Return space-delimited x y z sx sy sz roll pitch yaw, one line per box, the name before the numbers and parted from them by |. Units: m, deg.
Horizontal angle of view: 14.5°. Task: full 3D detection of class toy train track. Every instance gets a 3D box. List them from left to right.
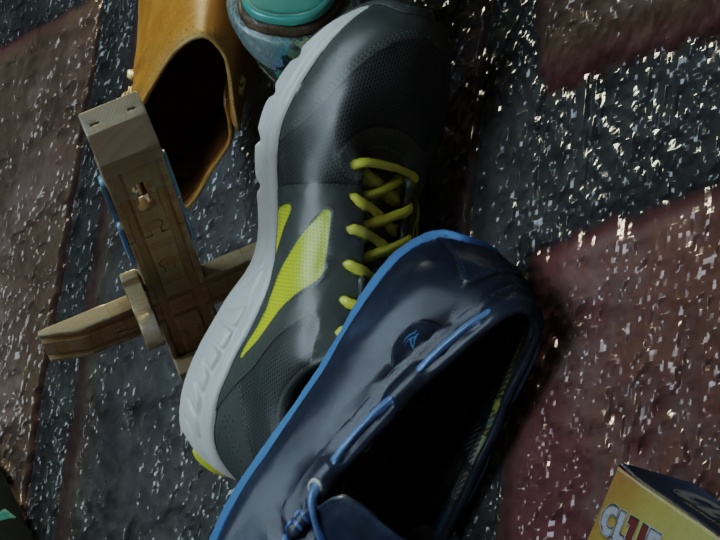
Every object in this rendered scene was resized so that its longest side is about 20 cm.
toy train track | -0.072 0.000 1.076 0.200 0.114 0.033 76 170 -61

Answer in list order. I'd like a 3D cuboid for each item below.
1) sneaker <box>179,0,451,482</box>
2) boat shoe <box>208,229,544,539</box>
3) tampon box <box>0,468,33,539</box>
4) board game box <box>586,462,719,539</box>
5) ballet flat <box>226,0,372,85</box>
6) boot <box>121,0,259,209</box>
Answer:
sneaker | 0.000 0.000 1.048 0.085 0.074 0.200 38 116 51
boat shoe | -0.002 0.082 0.987 0.069 0.084 0.200 36 108 56
tampon box | -0.227 0.163 1.237 0.126 0.150 0.200 -61 33 17
board game box | 0.112 0.155 0.814 0.200 0.035 0.136 36 106 58
ballet flat | -0.002 -0.154 1.110 0.074 0.074 0.200 -18 41 53
boot | -0.054 -0.134 1.134 0.144 0.071 0.202 -86 6 -56
